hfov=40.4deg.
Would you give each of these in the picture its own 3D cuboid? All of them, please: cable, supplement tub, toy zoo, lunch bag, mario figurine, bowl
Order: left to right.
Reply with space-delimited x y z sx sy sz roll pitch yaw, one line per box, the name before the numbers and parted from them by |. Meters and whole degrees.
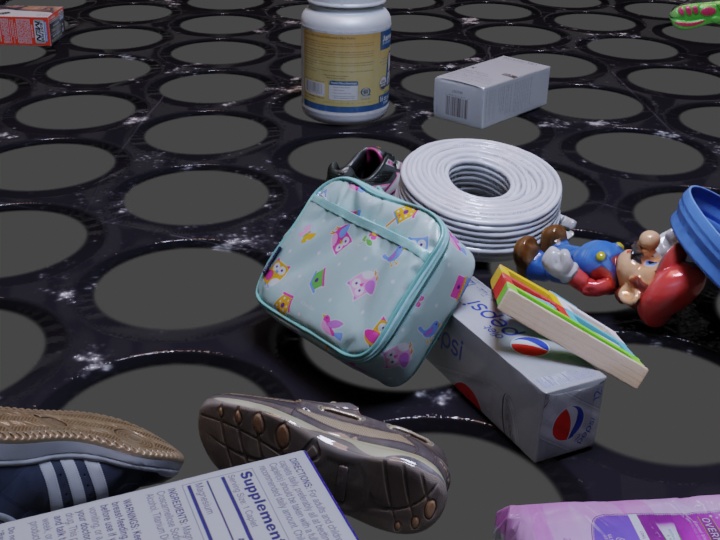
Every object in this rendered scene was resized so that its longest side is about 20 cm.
supplement tub | -0.023 -0.347 1.556 0.143 0.202 0.145 1 26 -1
lunch bag | 0.000 0.000 0.901 0.199 0.161 0.077 28 -5 46
cable | 0.138 -0.085 1.153 0.199 0.070 0.200 -24 46 -35
toy zoo | 0.178 0.043 0.876 0.130 0.021 0.200 30 9 1
mario figurine | 0.260 -0.019 1.007 0.199 0.106 0.124 16 63 42
bowl | 0.388 -0.002 0.959 0.199 0.039 0.201 29 27 -17

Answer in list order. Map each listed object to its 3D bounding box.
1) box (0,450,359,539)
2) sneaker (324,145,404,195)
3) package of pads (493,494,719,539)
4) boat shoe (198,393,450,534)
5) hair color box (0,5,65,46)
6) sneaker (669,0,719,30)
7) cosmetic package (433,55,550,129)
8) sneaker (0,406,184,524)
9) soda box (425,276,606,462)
box | -0.090 0.210 0.536 0.198 0.106 0.184 -10 28 -20
sneaker | 0.032 -0.115 1.220 0.080 0.087 0.199 23 33 34
package of pads | 0.188 0.201 0.602 0.198 0.076 0.121 -1 29 -5
boat shoe | -0.026 0.138 0.739 0.198 0.075 0.073 18 20 13
hair color box | -0.715 -0.500 1.993 0.198 0.065 0.111 2 25 -2
sneaker | 0.801 -0.587 2.219 0.198 0.077 0.084 4 30 2
cosmetic package | 0.218 -0.295 1.610 0.101 0.075 0.199 22 34 34
sneaker | -0.220 0.160 0.691 0.070 0.109 0.199 22 2 40
soda box | 0.123 0.079 0.852 0.063 0.069 0.200 -10 29 -25
